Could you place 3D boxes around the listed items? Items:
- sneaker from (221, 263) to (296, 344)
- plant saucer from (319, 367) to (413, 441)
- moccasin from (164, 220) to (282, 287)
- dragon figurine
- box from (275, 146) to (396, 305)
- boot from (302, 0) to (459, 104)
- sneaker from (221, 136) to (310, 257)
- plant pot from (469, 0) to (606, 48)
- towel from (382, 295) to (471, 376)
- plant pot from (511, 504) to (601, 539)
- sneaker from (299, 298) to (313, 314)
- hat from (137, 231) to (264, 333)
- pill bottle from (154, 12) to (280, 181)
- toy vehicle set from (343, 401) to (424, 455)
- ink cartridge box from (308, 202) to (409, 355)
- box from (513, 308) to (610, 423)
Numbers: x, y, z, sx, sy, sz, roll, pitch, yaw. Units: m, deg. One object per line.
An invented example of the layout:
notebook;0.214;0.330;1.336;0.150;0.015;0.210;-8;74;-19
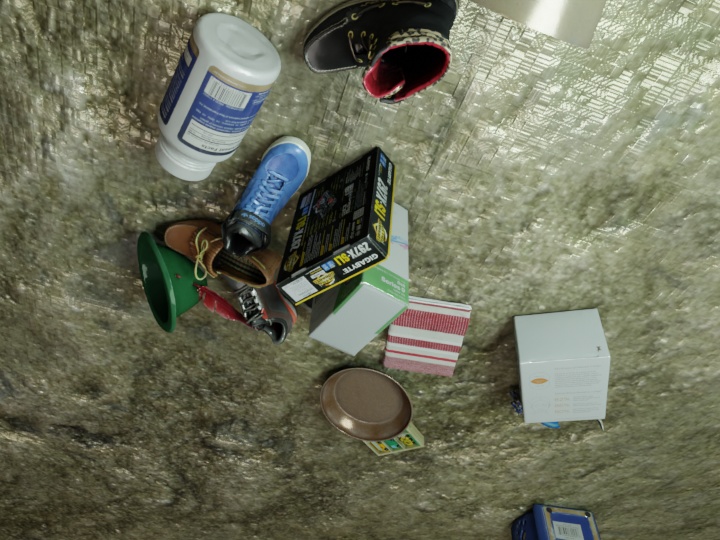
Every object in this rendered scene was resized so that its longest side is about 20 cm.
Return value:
sneaker;-0.179;0.054;1.041;0.076;0.082;0.200;-21;126;26
plant saucer;0.014;0.275;1.248;0.198;0.037;0.203;6;120;10
moccasin;-0.227;-0.023;0.953;0.200;0.078;0.074;27;117;6
dragon figurine;0.400;0.284;1.224;0.199;0.059;0.099;27;131;-19
box;-0.030;-0.066;0.825;0.159;0.201;0.049;-29;125;29
boot;0.017;-0.249;0.673;0.198;0.152;0.074;-10;133;16
sneaker;-0.140;-0.097;0.869;0.076;0.112;0.200;30;130;-23
plant pot;0.183;-0.346;0.559;0.185;0.188;0.201;18;120;-12
towel;0.123;0.125;1.126;0.142;0.023;0.201;8;133;1
plant pot;0.530;0.741;1.573;0.197;0.201;0.181;9;128;-3
sneaker;-0.047;0.030;1.021;0.105;0.075;0.200;-17;140;16
hat;-0.277;0.010;1.040;0.175;0.166;0.202;-17;133;-32
pill bottle;-0.192;-0.212;0.761;0.110;0.112;0.200;27;131;-20
toy vehicle set;0.049;0.356;1.356;0.123;0.027;0.200;-19;129;23
ink cartridge box;0.000;0.000;0.889;0.087;0.201;0.145;25;132;-23
box;0.366;0.180;1.091;0.150;0.107;0.201;-6;134;12
